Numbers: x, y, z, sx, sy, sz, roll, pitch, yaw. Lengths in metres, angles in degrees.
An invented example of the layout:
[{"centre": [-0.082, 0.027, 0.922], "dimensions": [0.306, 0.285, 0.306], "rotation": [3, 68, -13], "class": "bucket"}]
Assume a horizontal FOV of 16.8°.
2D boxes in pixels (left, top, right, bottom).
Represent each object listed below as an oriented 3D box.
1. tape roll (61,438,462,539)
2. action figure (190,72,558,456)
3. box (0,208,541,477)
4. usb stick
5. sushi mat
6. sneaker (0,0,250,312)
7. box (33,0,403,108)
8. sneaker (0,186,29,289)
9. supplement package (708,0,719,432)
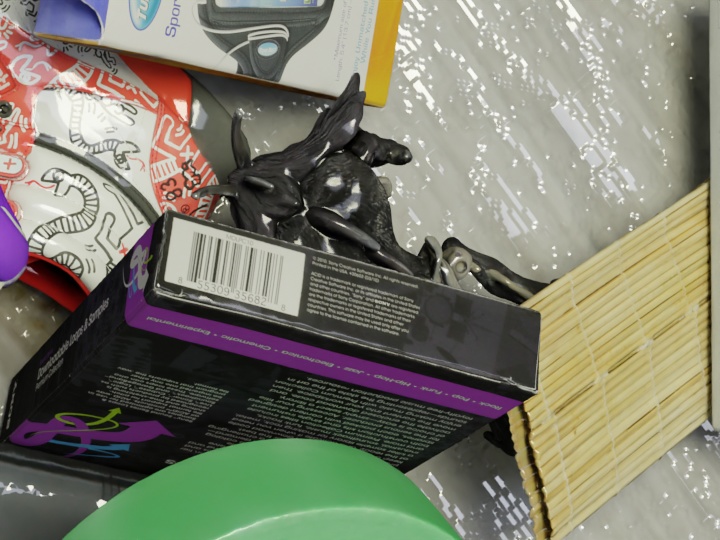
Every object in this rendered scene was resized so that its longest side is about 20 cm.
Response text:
[{"centre": [-0.042, 0.159, 0.905], "dimensions": [0.199, 0.048, 0.201], "rotation": [-15, 125, -22], "class": "tape roll"}, {"centre": [0.000, 0.000, 0.976], "dimensions": [0.200, 0.102, 0.119], "rotation": [32, 74, -31], "class": "action figure"}, {"centre": [-0.040, 0.042, 0.900], "dimensions": [0.142, 0.200, 0.036], "rotation": [15, 65, -19], "class": "box"}, {"centre": [-0.066, 0.114, 0.967], "dimensions": [0.199, 0.033, 0.056], "rotation": [15, 89, -20], "class": "usb stick"}, {"centre": [0.114, 0.033, 1.001], "dimensions": [0.200, 0.012, 0.096], "rotation": [-29, 109, -51], "class": "sushi mat"}, {"centre": [-0.144, -0.071, 0.945], "dimensions": [0.201, 0.067, 0.108], "rotation": [43, 68, -14], "class": "sneaker"}, {"centre": [-0.052, -0.135, 0.931], "dimensions": [0.199, 0.041, 0.120], "rotation": [8, 92, -52], "class": "box"}, {"centre": [-0.158, -0.090, 0.870], "dimensions": [0.099, 0.070, 0.201], "rotation": [-35, 109, -9], "class": "sneaker"}, {"centre": [0.228, -0.028, 1.042], "dimensions": [0.117, 0.117, 0.201], "rotation": [8, 80, -43], "class": "supplement package"}]
